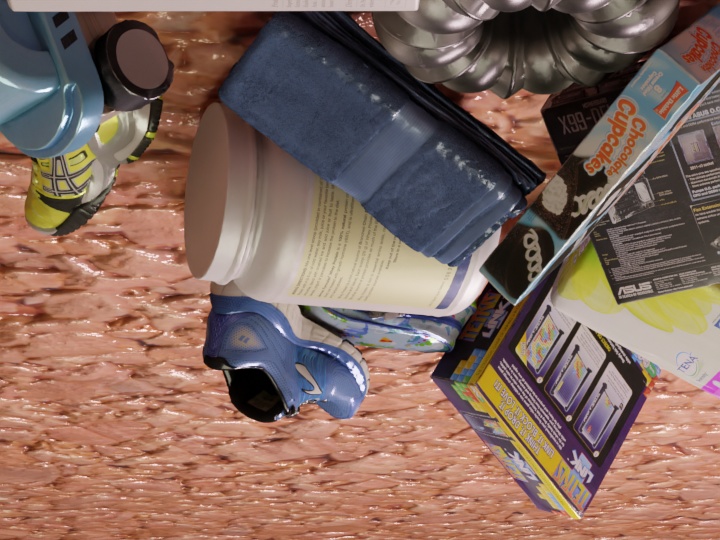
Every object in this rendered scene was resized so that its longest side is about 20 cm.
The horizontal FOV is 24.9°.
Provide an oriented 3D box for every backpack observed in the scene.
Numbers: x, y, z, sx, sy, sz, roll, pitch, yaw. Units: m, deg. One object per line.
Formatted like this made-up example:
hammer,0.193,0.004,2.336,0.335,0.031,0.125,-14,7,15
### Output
backpack,0.000,0.000,1.324,0.199,0.155,0.163,-7,174,-27

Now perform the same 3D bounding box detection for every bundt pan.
bundt pan,0.094,-0.160,0.941,0.200,0.076,0.202,-1,161,0

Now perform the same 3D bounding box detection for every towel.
towel,0.011,-0.088,1.036,0.199,0.049,0.112,36,140,-11

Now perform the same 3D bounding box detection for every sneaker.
sneaker,-0.203,-0.092,1.138,0.076,0.076,0.200,15,145,-23
sneaker,-0.064,0.078,1.256,0.078,0.090,0.200,7,161,35

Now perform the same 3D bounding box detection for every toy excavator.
toy excavator,-0.225,-0.147,0.886,0.100,0.196,0.199,-20,-178,43

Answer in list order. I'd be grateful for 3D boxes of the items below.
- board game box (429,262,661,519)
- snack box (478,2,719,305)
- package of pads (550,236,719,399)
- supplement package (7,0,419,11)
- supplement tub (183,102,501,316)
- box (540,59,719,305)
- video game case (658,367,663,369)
board game box,0.164,0.089,1.408,0.056,0.166,0.200,9,147,47
snack box,0.162,-0.073,1.036,0.116,0.037,0.200,-38,167,-52
package of pads,0.261,0.021,1.293,0.199,0.068,0.155,29,154,2
supplement package,-0.068,-0.197,0.745,0.198,0.121,0.121,0,163,-4
supplement tub,-0.014,-0.046,1.155,0.198,0.146,0.145,5,160,-20
box,0.241,-0.072,1.105,0.199,0.159,0.050,-14,-158,31
video game case,0.270,0.031,1.401,0.142,0.018,0.200,12,149,33
